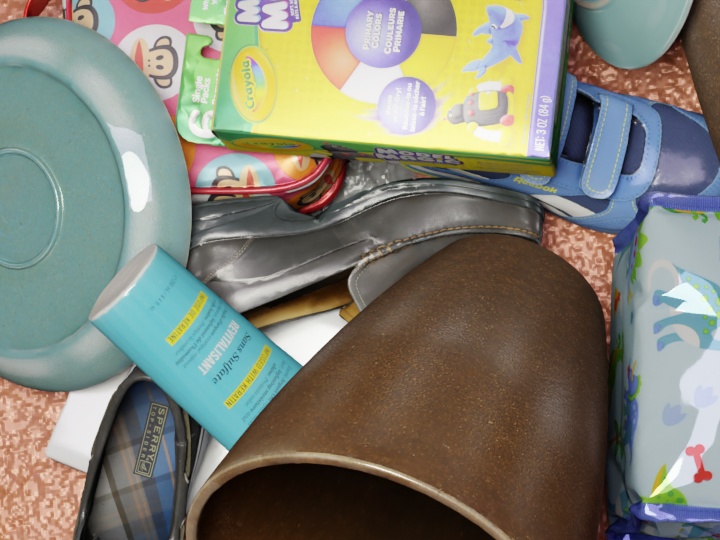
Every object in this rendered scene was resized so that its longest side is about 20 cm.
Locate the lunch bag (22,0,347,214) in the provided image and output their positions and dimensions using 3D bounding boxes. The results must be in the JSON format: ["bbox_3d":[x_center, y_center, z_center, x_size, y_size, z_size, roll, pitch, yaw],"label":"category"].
[{"bbox_3d":[-0.095,-0.126,1.375,0.176,0.082,0.200,-1,80,8],"label":"lunch bag"}]

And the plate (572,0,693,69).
[{"bbox_3d":[0.126,-0.202,1.304,0.026,0.200,0.200,-5,77,-17],"label":"plate"}]

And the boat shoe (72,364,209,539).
[{"bbox_3d":[-0.119,0.140,1.316,0.070,0.066,0.200,17,97,11],"label":"boat shoe"}]

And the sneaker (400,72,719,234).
[{"bbox_3d":[0.101,-0.069,1.338,0.200,0.082,0.074,10,79,8],"label":"sneaker"}]

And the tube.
[{"bbox_3d":[-0.048,0.070,1.287,0.200,0.050,0.077,42,69,-15],"label":"tube"}]

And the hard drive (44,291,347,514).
[{"bbox_3d":[-0.051,0.076,1.358,0.200,0.026,0.132,21,83,11],"label":"hard drive"}]

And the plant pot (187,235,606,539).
[{"bbox_3d":[0.042,0.082,1.221,0.187,0.187,0.200,19,50,11],"label":"plant pot"}]

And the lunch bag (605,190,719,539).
[{"bbox_3d":[0.229,0.056,1.281,0.200,0.127,0.170,5,77,-4],"label":"lunch bag"}]

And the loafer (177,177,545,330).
[{"bbox_3d":[0.000,0.000,1.333,0.200,0.073,0.072,-8,65,0],"label":"loafer"}]

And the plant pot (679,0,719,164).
[{"bbox_3d":[0.235,-0.135,1.293,0.187,0.187,0.200,1,88,8],"label":"plant pot"}]

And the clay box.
[{"bbox_3d":[0.005,-0.115,1.292,0.200,0.048,0.115,5,81,8],"label":"clay box"}]

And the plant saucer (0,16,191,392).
[{"bbox_3d":[-0.175,-0.034,1.346,0.200,0.027,0.200,4,97,34],"label":"plant saucer"}]
